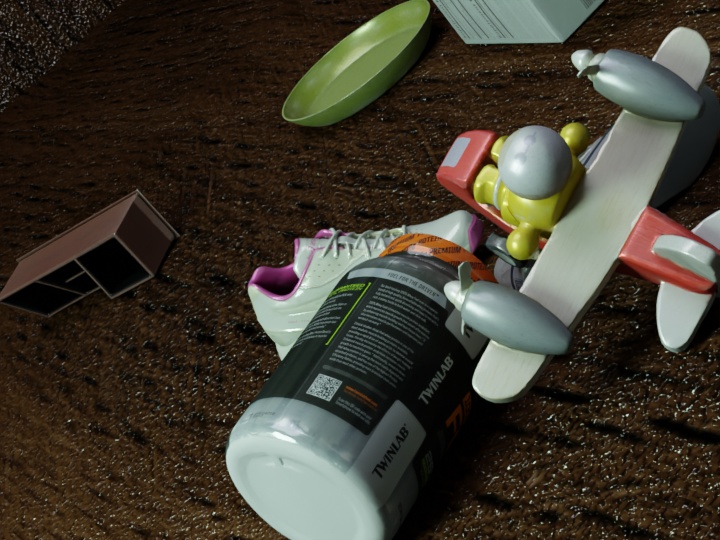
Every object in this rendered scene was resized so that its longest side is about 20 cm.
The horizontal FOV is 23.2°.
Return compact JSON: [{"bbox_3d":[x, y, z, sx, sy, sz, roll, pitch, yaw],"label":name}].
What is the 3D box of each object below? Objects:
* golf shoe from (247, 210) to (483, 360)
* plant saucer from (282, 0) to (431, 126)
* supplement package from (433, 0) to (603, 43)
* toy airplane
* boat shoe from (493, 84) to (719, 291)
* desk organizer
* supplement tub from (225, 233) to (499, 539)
[{"bbox_3d":[0.000,0.000,1.364,0.199,0.092,0.075,-31,20,18],"label":"golf shoe"},{"bbox_3d":[0.003,-0.217,1.895,0.200,0.031,0.200,-34,20,15],"label":"plant saucer"},{"bbox_3d":[0.150,-0.294,1.682,0.114,0.110,0.200,-45,21,-12],"label":"supplement package"},{"bbox_3d":[0.137,-0.037,1.073,0.198,0.141,0.201,-23,53,23],"label":"toy airplane"},{"bbox_3d":[0.169,-0.055,1.223,0.200,0.072,0.066,-52,27,-8],"label":"boat shoe"},{"bbox_3d":[-0.301,-0.003,1.922,0.199,0.072,0.077,-26,26,32],"label":"desk organizer"},{"bbox_3d":[0.010,0.076,1.141,0.122,0.123,0.200,-14,32,49],"label":"supplement tub"}]
